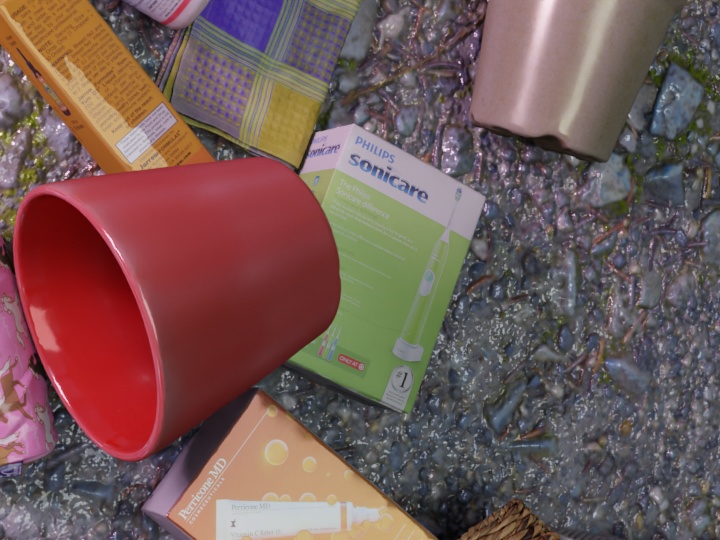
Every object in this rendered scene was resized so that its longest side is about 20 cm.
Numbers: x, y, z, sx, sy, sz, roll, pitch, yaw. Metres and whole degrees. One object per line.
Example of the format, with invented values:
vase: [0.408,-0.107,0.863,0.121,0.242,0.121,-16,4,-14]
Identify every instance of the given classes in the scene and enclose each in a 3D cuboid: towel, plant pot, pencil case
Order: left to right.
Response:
pencil case: [-0.284,0.050,0.894,0.082,0.087,0.203,-12,97,6]
plant pot: [-0.123,0.009,0.871,0.176,0.199,0.203,-23,101,-35]
towel: [-0.079,-0.195,1.031,0.143,0.023,0.202,26,79,-25]
plant pot: [0.182,-0.202,1.090,0.198,0.200,0.186,15,95,-27]

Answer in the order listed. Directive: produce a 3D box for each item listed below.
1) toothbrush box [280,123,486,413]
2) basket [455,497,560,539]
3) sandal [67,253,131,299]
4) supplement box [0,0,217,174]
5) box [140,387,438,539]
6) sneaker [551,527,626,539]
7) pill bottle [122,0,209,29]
toothbrush box: [0.000,0.000,1.040,0.145,0.086,0.202,25,80,-25]
basket: [0.113,0.314,1.042,0.199,0.143,0.149,-33,62,-23]
sandal: [-0.195,0.041,0.968,0.074,0.045,0.202,-23,115,-20]
supplement box: [-0.200,-0.136,0.944,0.069,0.066,0.200,-46,111,-19]
box: [-0.057,0.205,0.989,0.200,0.097,0.125,41,71,-12]
sneaker: [0.255,0.323,1.194,0.198,0.073,0.116,14,88,-17]
pill bottle: [-0.195,-0.275,0.920,0.199,0.108,0.110,29,78,-25]
